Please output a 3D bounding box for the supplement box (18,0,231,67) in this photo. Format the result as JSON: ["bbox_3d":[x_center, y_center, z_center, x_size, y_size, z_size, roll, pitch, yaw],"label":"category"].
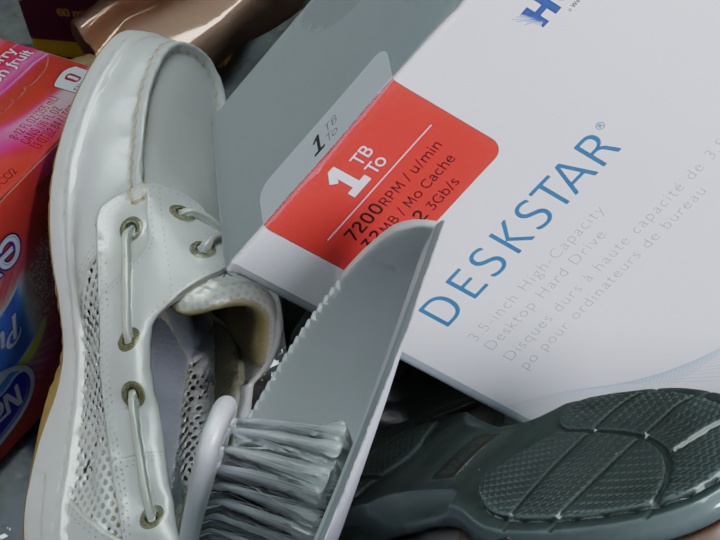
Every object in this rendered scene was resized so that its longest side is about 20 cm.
[{"bbox_3d":[-0.091,-0.188,0.962,0.085,0.200,0.110,5,45,21],"label":"supplement box"}]

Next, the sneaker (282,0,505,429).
[{"bbox_3d":[0.000,0.000,0.858,0.076,0.114,0.200,2,72,-17],"label":"sneaker"}]

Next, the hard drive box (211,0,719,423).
[{"bbox_3d":[0.082,-0.030,0.742,0.200,0.156,0.077,28,30,-26],"label":"hard drive box"}]

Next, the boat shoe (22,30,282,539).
[{"bbox_3d":[-0.054,0.014,0.805,0.069,0.071,0.200,-14,64,35],"label":"boat shoe"}]

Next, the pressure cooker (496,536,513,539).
[{"bbox_3d":[0.040,0.168,0.589,0.200,0.176,0.179,-24,65,-3],"label":"pressure cooker"}]

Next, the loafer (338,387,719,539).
[{"bbox_3d":[0.052,0.075,0.708,0.072,0.063,0.200,-37,16,-30],"label":"loafer"}]

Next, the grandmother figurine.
[{"bbox_3d":[-0.018,-0.120,0.908,0.200,0.061,0.121,-42,17,-9],"label":"grandmother figurine"}]

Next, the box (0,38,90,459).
[{"bbox_3d":[-0.163,0.016,0.841,0.100,0.096,0.200,19,50,26],"label":"box"}]

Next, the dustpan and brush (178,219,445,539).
[{"bbox_3d":[-0.041,0.085,0.694,0.057,0.200,0.140,20,47,2],"label":"dustpan and brush"}]
